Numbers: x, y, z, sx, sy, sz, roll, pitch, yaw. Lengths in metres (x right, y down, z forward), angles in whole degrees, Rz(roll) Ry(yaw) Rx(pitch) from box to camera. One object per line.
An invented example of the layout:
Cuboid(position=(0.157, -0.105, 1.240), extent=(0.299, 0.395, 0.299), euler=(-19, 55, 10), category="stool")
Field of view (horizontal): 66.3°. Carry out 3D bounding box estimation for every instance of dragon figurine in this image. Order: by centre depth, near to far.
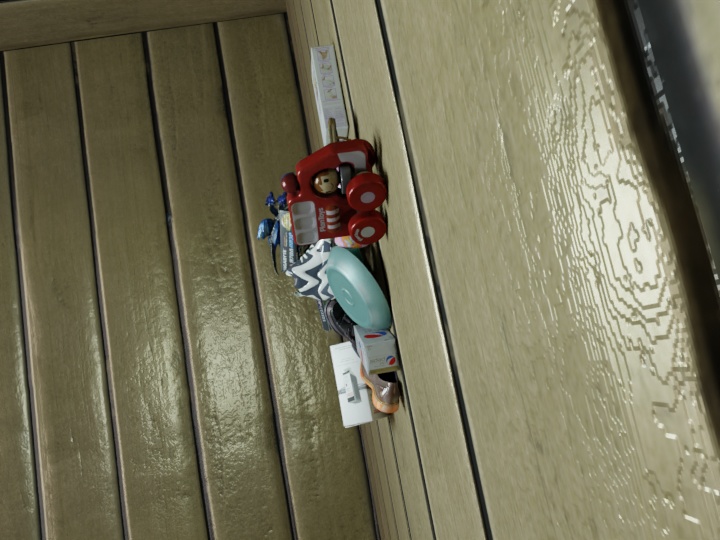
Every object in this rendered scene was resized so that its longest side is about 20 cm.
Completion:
Cuboid(position=(-0.213, -0.094, 1.354), extent=(0.099, 0.058, 0.203), euler=(14, -88, -69), category="dragon figurine")

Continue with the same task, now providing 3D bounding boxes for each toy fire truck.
Cuboid(position=(-0.046, -0.126, 0.934), extent=(0.202, 0.165, 0.113), euler=(87, 171, -52), category="toy fire truck")

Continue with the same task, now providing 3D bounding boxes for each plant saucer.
Cuboid(position=(-0.014, 0.046, 1.129), extent=(0.200, 0.036, 0.201), euler=(45, 156, 26), category="plant saucer")

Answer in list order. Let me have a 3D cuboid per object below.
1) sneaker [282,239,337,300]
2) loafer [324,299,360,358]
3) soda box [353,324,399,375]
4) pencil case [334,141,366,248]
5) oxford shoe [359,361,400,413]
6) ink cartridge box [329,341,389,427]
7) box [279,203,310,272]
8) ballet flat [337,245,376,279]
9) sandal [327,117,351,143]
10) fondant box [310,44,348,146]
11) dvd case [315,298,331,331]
Cuboid(position=(-0.118, -0.032, 1.251), extent=(0.079, 0.127, 0.203), euler=(-45, -49, -80), category="sneaker")
Cuboid(position=(-0.008, 0.140, 1.288), extent=(0.062, 0.072, 0.201), euler=(5, 140, 47), category="loafer")
Cuboid(position=(0.031, 0.159, 1.160), extent=(0.200, 0.067, 0.065), euler=(-142, 42, -82), category="soda box")
Cuboid(position=(-0.023, -0.142, 1.070), extent=(0.088, 0.086, 0.203), euler=(-108, 7, -56), category="pencil case")
Cuboid(position=(0.047, 0.221, 1.190), extent=(0.200, 0.070, 0.074), euler=(-126, 43, -64), category="oxford shoe")
Cuboid(position=(0.000, 0.285, 1.407), extent=(0.147, 0.082, 0.203), euler=(24, -127, -68), category="ink cartridge box")
Cuboid(position=(-0.145, -0.103, 1.390), extent=(0.200, 0.045, 0.162), euler=(-58, -27, -62), category="box")
Cuboid(position=(0.000, 0.000, 1.222), extent=(0.069, 0.067, 0.203), euler=(-76, -25, -66), category="ballet flat")
Cuboid(position=(-0.023, -0.231, 1.152), extent=(0.081, 0.053, 0.202), euler=(-98, -13, -53), category="sandal")
Cuboid(position=(-0.075, -0.407, 1.317), extent=(0.144, 0.057, 0.204), euler=(119, 140, -81), category="fondant box")
Cuboid(position=(-0.061, 0.047, 1.480), extent=(0.200, 0.024, 0.153), euler=(-43, -54, -54), category="dvd case")
